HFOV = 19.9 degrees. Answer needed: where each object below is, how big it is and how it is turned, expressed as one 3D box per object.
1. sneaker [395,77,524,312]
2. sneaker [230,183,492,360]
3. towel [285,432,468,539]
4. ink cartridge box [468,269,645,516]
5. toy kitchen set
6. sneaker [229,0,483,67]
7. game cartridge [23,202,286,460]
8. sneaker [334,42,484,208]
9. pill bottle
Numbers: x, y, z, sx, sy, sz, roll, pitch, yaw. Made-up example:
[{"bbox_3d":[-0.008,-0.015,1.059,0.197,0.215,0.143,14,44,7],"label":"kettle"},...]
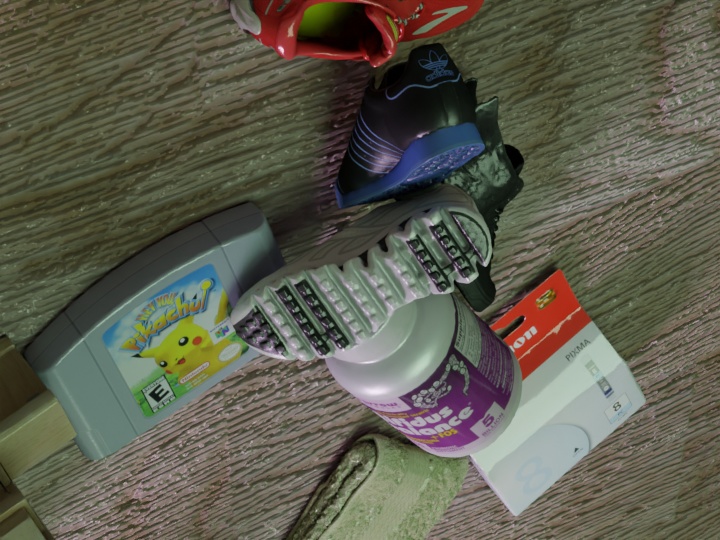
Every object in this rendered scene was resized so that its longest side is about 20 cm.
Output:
[{"bbox_3d":[0.090,-0.053,1.566,0.104,0.060,0.200,-37,137,0],"label":"sneaker"},{"bbox_3d":[0.000,0.000,1.473,0.198,0.081,0.076,-24,119,9],"label":"sneaker"},{"bbox_3d":[0.002,0.229,1.766,0.148,0.037,0.201,15,114,-47],"label":"towel"},{"bbox_3d":[0.153,0.108,1.775,0.160,0.047,0.200,-40,143,-3],"label":"ink cartridge box"},{"bbox_3d":[-0.288,0.119,1.314,0.199,0.163,0.181,-35,142,-14],"label":"toy kitchen set"},{"bbox_3d":[0.008,-0.168,1.374,0.198,0.085,0.078,-11,132,-33],"label":"sneaker"},{"bbox_3d":[-0.139,0.042,1.481,0.199,0.040,0.134,-34,136,-10],"label":"game cartridge"},{"bbox_3d":[0.028,-0.098,1.431,0.070,0.079,0.200,-13,174,-24],"label":"sneaker"},{"bbox_3d":[0.039,0.062,1.586,0.112,0.112,0.200,-45,141,3],"label":"pill bottle"}]
